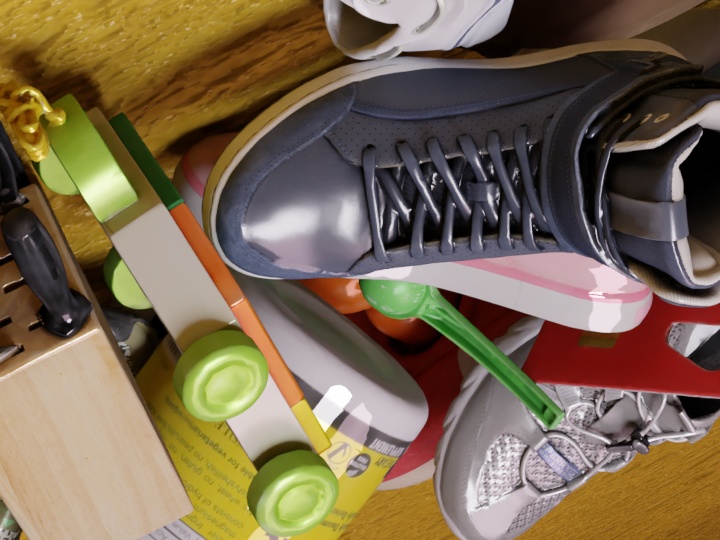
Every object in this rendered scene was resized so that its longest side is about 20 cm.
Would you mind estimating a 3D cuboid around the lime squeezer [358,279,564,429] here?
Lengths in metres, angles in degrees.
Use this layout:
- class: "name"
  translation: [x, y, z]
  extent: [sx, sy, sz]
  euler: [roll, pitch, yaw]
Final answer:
- class: "lime squeezer"
  translation: [0.000, 0.000, 1.179]
  extent: [0.038, 0.199, 0.071]
  euler: [-60, -166, 13]

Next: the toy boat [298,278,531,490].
- class: "toy boat"
  translation: [0.018, 0.011, 1.307]
  extent: [0.130, 0.131, 0.200]
  euler: [30, 128, -35]

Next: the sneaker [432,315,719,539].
- class: "sneaker"
  translation: [0.111, 0.049, 1.212]
  extent: [0.200, 0.082, 0.075]
  euler: [-46, 130, 12]

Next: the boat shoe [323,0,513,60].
- class: "boat shoe"
  translation: [0.019, -0.109, 0.955]
  extent: [0.066, 0.074, 0.200]
  euler: [-22, 165, -6]

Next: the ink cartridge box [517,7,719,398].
- class: "ink cartridge box"
  translation: [0.165, -0.031, 1.152]
  extent: [0.199, 0.045, 0.177]
  euler: [3, -127, 43]

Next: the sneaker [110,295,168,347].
- class: "sneaker"
  translation: [-0.078, 0.067, 1.290]
  extent: [0.075, 0.114, 0.200]
  euler: [-10, 158, -46]

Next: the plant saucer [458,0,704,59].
- class: "plant saucer"
  translation: [0.116, -0.137, 1.108]
  extent: [0.199, 0.030, 0.200]
  euler: [-25, 165, -7]

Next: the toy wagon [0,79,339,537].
- class: "toy wagon"
  translation: [-0.070, 0.001, 1.013]
  extent: [0.039, 0.155, 0.200]
  euler: [-32, 135, -5]

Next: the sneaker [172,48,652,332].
- class: "sneaker"
  translation: [0.029, -0.048, 1.122]
  extent: [0.075, 0.199, 0.105]
  euler: [-78, -179, -62]

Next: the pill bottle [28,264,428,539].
- class: "pill bottle"
  translation: [-0.071, 0.103, 1.199]
  extent: [0.200, 0.111, 0.111]
  euler: [-52, 159, 9]

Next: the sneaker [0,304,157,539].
- class: "sneaker"
  translation: [-0.146, 0.081, 1.237]
  extent: [0.076, 0.089, 0.200]
  euler: [14, 144, -26]

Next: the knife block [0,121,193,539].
- class: "knife block"
  translation: [-0.121, 0.032, 1.016]
  extent: [0.064, 0.201, 0.176]
  euler: [-25, -166, -3]

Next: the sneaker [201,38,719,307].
- class: "sneaker"
  translation: [0.052, -0.029, 0.994]
  extent: [0.201, 0.077, 0.146]
  euler: [-15, -159, -12]
